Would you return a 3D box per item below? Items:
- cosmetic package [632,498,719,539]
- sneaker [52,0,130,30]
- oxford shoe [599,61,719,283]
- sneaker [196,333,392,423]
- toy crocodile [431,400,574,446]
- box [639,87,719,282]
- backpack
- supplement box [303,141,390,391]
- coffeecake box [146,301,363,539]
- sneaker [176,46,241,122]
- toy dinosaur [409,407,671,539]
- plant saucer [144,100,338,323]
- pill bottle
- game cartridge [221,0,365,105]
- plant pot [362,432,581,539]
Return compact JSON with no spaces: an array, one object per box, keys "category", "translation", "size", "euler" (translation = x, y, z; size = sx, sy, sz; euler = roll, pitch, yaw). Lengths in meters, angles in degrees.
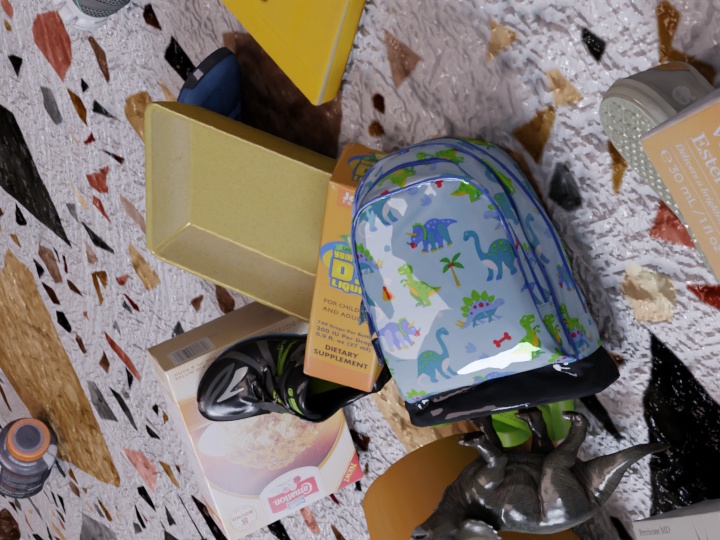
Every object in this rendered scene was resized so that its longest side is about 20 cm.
[{"category":"cosmetic package","translation":[0.259,0.251,0.844],"size":[0.104,0.073,0.200],"euler":[-35,68,63]},{"category":"sneaker","translation":[-0.268,-0.332,1.216],"size":[0.091,0.078,0.200],"euler":[-7,114,42]},{"category":"oxford shoe","translation":[0.216,-0.039,0.730],"size":[0.200,0.058,0.075],"euler":[50,160,-10]},{"category":"sneaker","translation":[-0.062,0.098,1.161],"size":[0.199,0.083,0.071],"euler":[-13,110,17]},{"category":"toy crocodile","translation":[0.096,0.092,1.038],"size":[0.200,0.062,0.068],"euler":[11,125,48]},{"category":"box","translation":[0.259,-0.048,0.601],"size":[0.152,0.106,0.200],"euler":[60,151,0]},{"category":"backpack","translation":[0.072,0.004,0.903],"size":[0.163,0.154,0.200],"euler":[-14,84,27]},{"category":"supplement box","translation":[0.000,0.000,1.043],"size":[0.066,0.069,0.200],"euler":[15,126,10]},{"category":"coffeecake box","translation":[-0.102,0.143,1.273],"size":[0.073,0.153,0.200],"euler":[34,145,61]},{"category":"sneaker","translation":[-0.127,-0.124,1.180],"size":[0.078,0.066,0.200],"euler":[43,149,12]},{"category":"toy dinosaur","translation":[0.126,0.156,0.949],"size":[0.077,0.200,0.103],"euler":[-110,8,-79]},{"category":"plant saucer","translation":[-0.093,-0.056,1.142],"size":[0.200,0.048,0.200],"euler":[23,141,10]},{"category":"pill bottle","translation":[-0.587,0.323,2.248],"size":[0.106,0.106,0.200],"euler":[54,150,11]},{"category":"game cartridge","translation":[-0.057,-0.253,0.987],"size":[0.176,0.032,0.200],"euler":[50,147,18]},{"category":"plant pot","translation":[0.095,0.243,1.054],"size":[0.200,0.200,0.183],"euler":[103,145,-51]}]
